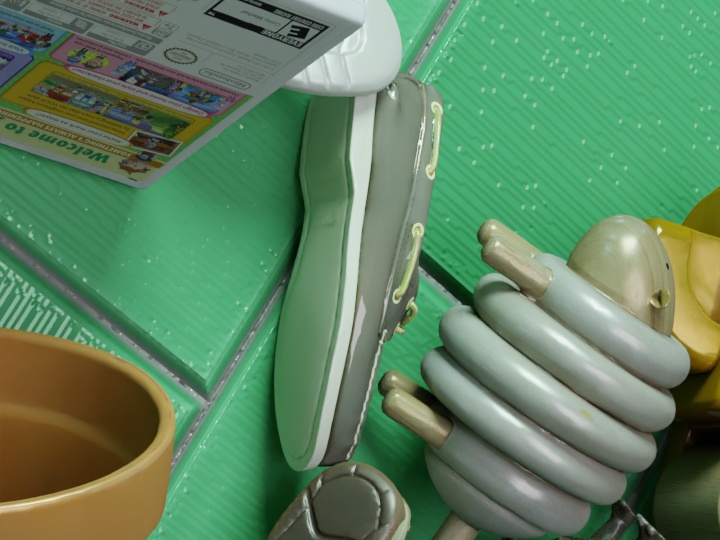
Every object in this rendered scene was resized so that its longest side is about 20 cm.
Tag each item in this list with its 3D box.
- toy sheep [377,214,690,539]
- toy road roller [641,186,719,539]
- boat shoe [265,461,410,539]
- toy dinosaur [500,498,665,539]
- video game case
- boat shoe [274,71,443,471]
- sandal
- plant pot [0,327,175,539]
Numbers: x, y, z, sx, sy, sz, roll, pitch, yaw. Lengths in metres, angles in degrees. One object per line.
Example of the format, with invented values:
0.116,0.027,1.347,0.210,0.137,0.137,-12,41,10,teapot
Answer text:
0.086,0.061,1.420,0.137,0.138,0.201,28,102,-30,toy sheep
0.181,0.051,1.508,0.145,0.123,0.201,18,80,-18,toy road roller
-0.044,0.186,1.394,0.200,0.072,0.076,-44,153,-8,boat shoe
0.127,0.185,1.513,0.102,0.077,0.200,-40,122,-4,toy dinosaur
-0.129,-0.106,1.264,0.199,0.182,0.022,18,57,-32,video game case
0.001,0.000,1.413,0.060,0.072,0.203,11,82,-28,boat shoe
-0.076,-0.130,1.373,0.201,0.050,0.083,15,66,-19,sandal
-0.180,0.123,1.241,0.199,0.200,0.141,-11,114,-32,plant pot
